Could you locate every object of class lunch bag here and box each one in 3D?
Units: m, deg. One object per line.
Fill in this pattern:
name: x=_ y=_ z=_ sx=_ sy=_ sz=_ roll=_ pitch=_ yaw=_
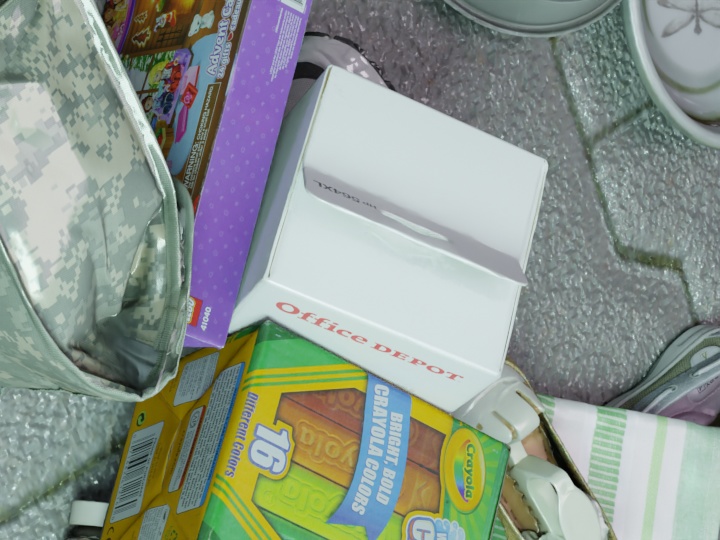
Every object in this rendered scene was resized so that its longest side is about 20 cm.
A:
lunch bag: x=-0.169 y=-0.031 z=1.023 sx=0.117 sy=0.164 sz=0.201 roll=-37 pitch=113 yaw=-33

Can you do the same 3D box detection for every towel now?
towel: x=0.129 y=0.154 z=1.337 sx=0.199 sy=0.023 sz=0.153 roll=12 pitch=80 yaw=-20

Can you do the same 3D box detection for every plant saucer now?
plant saucer: x=0.226 y=-0.179 z=1.450 sx=0.199 sy=0.050 sz=0.201 roll=0 pitch=90 yaw=-42

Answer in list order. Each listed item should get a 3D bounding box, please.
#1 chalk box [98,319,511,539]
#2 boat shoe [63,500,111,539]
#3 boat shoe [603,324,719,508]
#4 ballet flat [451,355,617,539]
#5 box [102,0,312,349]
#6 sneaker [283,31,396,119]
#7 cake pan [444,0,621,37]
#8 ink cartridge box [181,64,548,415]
chalk box: x=-0.013 y=0.131 z=1.100 sx=0.199 sy=0.124 sz=0.125 roll=27 pitch=62 yaw=-25
boat shoe: x=-0.070 y=0.172 z=1.171 sx=0.199 sy=0.072 sz=0.060 roll=21 pitch=74 yaw=-35
boat shoe: x=0.201 y=0.108 z=1.414 sx=0.202 sy=0.065 sz=0.075 roll=-42 pitch=115 yaw=-32
ballet flat: x=0.093 y=0.109 z=1.281 sx=0.071 sy=0.071 sz=0.201 roll=-33 pitch=97 yaw=-36
box: x=-0.098 y=-0.061 z=1.105 sx=0.039 sy=0.137 sz=0.201 roll=23 pitch=74 yaw=-36
sneaker: x=0.011 y=-0.041 z=1.253 sx=0.200 sy=0.074 sz=0.079 roll=48 pitch=70 yaw=-23
cake pan: x=0.105 y=-0.242 z=1.320 sx=0.199 sy=0.037 sz=0.202 roll=3 pitch=84 yaw=-26
ink cartridge box: x=0.000 y=0.000 z=1.117 sx=0.128 sy=0.200 sz=0.126 roll=22 pitch=63 yaw=-14
